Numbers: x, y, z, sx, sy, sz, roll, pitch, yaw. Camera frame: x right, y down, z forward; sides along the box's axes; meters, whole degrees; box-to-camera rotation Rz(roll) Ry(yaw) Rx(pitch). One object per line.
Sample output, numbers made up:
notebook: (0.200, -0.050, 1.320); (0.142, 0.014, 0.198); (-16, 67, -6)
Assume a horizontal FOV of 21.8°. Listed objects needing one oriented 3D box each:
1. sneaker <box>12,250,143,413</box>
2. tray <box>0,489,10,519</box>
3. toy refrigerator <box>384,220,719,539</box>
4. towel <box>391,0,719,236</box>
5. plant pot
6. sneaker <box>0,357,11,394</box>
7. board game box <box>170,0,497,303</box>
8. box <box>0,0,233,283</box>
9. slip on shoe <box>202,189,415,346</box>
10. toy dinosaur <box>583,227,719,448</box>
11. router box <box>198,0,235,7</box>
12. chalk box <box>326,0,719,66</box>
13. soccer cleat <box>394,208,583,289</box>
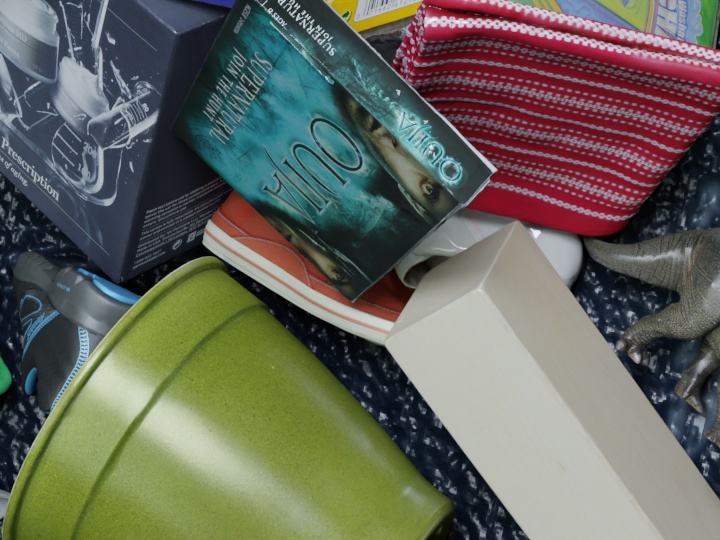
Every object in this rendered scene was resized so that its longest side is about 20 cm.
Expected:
sneaker: (-0.177, 0.039, 1.090); (0.073, 0.200, 0.083); (26, 85, -15)
tray: (-0.327, 0.179, 1.245); (0.199, 0.107, 0.022); (-34, 55, 30)
toy refrigerator: (0.100, 0.084, 0.927); (0.070, 0.076, 0.201); (-30, 104, 31)
towel: (0.079, -0.065, 0.854); (0.143, 0.200, 0.023); (12, 71, -5)
plant pot: (-0.058, 0.128, 1.025); (0.192, 0.200, 0.202); (33, 112, 12)
sneaker: (-0.272, -0.003, 1.206); (0.083, 0.074, 0.202); (-17, 95, 35)
board game box: (-0.020, -0.059, 0.887); (0.135, 0.028, 0.200); (44, 161, -1)
box: (-0.149, -0.133, 1.059); (0.200, 0.104, 0.183); (41, 135, 23)
slip on shoe: (0.000, 0.000, 1.033); (0.199, 0.074, 0.062); (29, 96, 28)
toy dinosaur: (0.191, 0.028, 0.919); (0.103, 0.077, 0.200); (-52, 47, 12)
router box: (-0.093, -0.231, 0.956); (0.198, 0.049, 0.181); (12, 67, 13)
chalk box: (0.092, -0.128, 0.894); (0.124, 0.199, 0.125); (-9, 64, 47)
soccer cleat: (0.024, -0.035, 0.992); (0.199, 0.069, 0.078); (27, 70, 20)
